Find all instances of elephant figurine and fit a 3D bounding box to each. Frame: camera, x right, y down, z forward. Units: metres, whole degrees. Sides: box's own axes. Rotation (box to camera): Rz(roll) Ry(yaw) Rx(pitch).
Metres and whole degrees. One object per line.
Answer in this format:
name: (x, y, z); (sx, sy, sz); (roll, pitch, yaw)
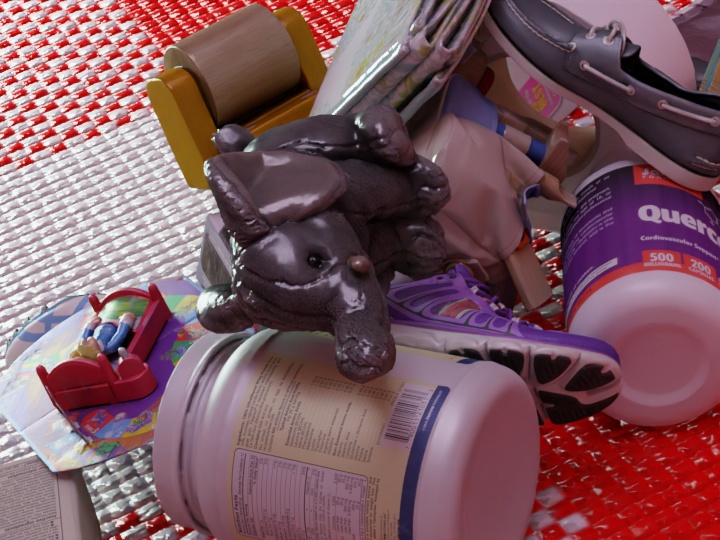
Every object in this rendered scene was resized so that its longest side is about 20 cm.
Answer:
elephant figurine: (-0.037, -0.015, 1.248); (0.155, 0.142, 0.200); (-23, 12, 32)

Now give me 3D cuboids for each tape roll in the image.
tape roll: (0.135, -0.127, 1.547); (0.201, 0.203, 0.071); (7, 39, 30)

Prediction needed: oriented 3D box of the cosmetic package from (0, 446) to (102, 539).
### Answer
cosmetic package: (-0.207, 0.202, 1.309); (0.103, 0.073, 0.200); (-16, 33, -1)

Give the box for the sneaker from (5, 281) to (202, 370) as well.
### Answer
sneaker: (-0.162, 0.054, 1.521); (0.199, 0.072, 0.073); (-12, 57, 17)

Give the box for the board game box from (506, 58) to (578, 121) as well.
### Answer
board game box: (0.158, -0.209, 1.702); (0.040, 0.154, 0.200); (15, 43, 40)

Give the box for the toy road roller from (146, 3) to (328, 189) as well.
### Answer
toy road roller: (-0.050, -0.091, 1.572); (0.123, 0.201, 0.146); (-31, 14, -24)

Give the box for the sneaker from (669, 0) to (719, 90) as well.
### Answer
sneaker: (0.294, -0.169, 1.674); (0.199, 0.076, 0.116); (-32, 41, -7)

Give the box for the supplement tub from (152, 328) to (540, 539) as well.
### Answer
supplement tub: (-0.008, 0.112, 1.287); (0.199, 0.146, 0.145); (9, 40, 26)

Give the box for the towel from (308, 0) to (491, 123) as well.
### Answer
towel: (0.030, -0.157, 1.460); (0.200, 0.048, 0.172); (-39, 23, 54)

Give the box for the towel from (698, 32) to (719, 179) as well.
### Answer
towel: (0.303, -0.098, 1.530); (0.146, 0.022, 0.200); (33, 39, -4)

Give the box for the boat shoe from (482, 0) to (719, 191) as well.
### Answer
boat shoe: (0.167, -0.136, 1.418); (0.200, 0.062, 0.073); (39, 34, 8)

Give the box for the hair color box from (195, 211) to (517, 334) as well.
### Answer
hair color box: (0.000, 0.000, 1.468); (0.199, 0.061, 0.099); (-10, 45, -25)

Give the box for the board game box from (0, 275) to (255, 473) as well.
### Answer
board game box: (-0.163, 0.049, 1.407); (0.158, 0.039, 0.200); (-33, 31, -14)

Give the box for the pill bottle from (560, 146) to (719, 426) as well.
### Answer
pill bottle: (0.187, 0.002, 1.413); (0.112, 0.113, 0.200); (-9, 34, 9)

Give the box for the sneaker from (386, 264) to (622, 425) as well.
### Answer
sneaker: (0.071, 0.035, 1.336); (0.199, 0.081, 0.084); (13, 58, 26)

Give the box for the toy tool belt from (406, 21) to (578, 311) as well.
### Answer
toy tool belt: (0.087, -0.064, 1.445); (0.125, 0.123, 0.200); (-46, 18, 37)
